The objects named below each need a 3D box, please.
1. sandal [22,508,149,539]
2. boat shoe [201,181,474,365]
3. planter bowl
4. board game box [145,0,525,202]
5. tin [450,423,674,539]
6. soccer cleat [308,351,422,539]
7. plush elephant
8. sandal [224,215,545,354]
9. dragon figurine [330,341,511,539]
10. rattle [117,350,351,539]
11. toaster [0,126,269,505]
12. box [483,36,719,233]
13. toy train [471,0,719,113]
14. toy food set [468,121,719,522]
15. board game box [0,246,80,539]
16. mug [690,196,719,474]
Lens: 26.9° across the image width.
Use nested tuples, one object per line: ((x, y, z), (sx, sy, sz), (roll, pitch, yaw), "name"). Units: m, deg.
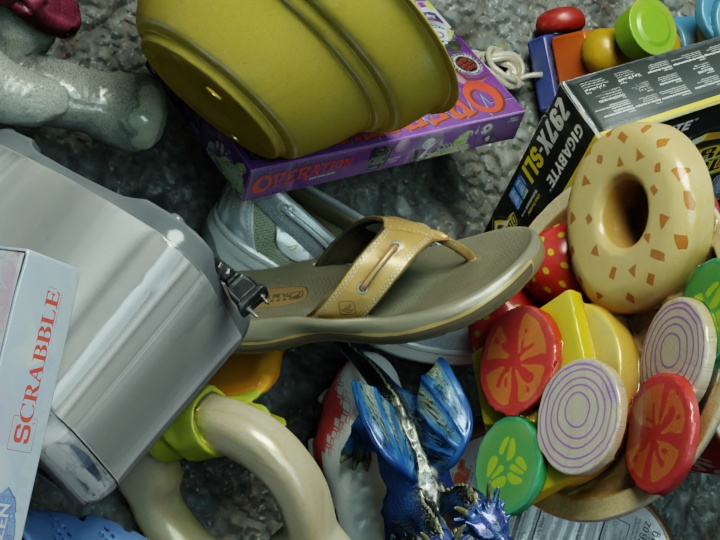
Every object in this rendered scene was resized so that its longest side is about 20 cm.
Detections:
((-0.179, 0.150, 0.765), (0.198, 0.087, 0.080), (19, 70, -24), "sandal")
((0.007, -0.005, 0.885), (0.200, 0.065, 0.075), (24, 29, -14), "boat shoe")
((-0.053, -0.117, 0.764), (0.200, 0.200, 0.084), (42, 79, -13), "planter bowl")
((-0.012, -0.107, 0.887), (0.198, 0.032, 0.121), (-16, 58, -34), "board game box")
((0.114, 0.168, 0.932), (0.199, 0.042, 0.113), (29, 64, -18), "tin")
((0.014, 0.146, 0.855), (0.068, 0.085, 0.203), (12, 76, -37), "soccer cleat")
((-0.193, -0.168, 0.772), (0.198, 0.155, 0.166), (0, 62, -19), "plush elephant")
((0.000, 0.000, 0.809), (0.197, 0.081, 0.055), (-7, 119, 9), "sandal")
((0.026, 0.086, 0.795), (0.058, 0.100, 0.202), (-13, 62, -15), "dragon figurine")
((-0.031, 0.135, 0.838), (0.200, 0.130, 0.143), (41, 22, 1), "rattle")
((-0.150, 0.027, 0.756), (0.199, 0.114, 0.130), (27, 69, 29), "toaster")
((0.185, -0.071, 0.944), (0.198, 0.160, 0.050), (-18, 64, -28), "box")
((0.155, -0.140, 0.969), (0.198, 0.115, 0.086), (-7, 82, -27), "toy train")
((0.126, 0.036, 0.801), (0.048, 0.200, 0.200), (17, 51, -35), "toy food set")
((-0.234, 0.082, 0.684), (0.041, 0.198, 0.202), (24, 76, -59), "board game box")
((0.189, 0.038, 0.898), (0.132, 0.200, 0.180), (7, 79, -26), "mug")
